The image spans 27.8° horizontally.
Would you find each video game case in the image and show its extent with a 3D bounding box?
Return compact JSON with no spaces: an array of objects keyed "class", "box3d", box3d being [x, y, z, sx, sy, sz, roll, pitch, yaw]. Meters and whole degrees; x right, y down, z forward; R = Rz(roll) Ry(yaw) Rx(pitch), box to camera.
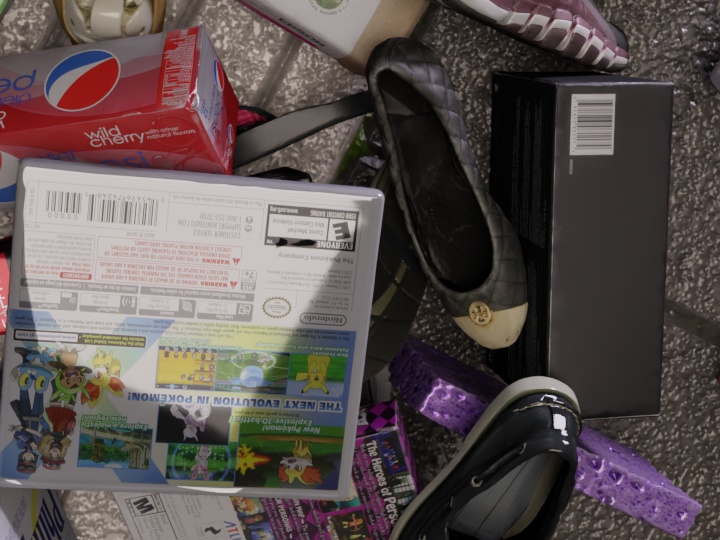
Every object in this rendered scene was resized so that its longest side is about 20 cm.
[{"class":"video game case","box3d":[-0.040,0.186,0.919,0.181,0.036,0.200,-13,119,7]},{"class":"video game case","box3d":[-0.095,0.036,0.809,0.200,0.022,0.182,4,102,-13]}]

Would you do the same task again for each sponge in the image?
[{"class":"sponge","box3d":[0.113,0.106,0.943,0.200,0.112,0.030,28,96,-15]}]

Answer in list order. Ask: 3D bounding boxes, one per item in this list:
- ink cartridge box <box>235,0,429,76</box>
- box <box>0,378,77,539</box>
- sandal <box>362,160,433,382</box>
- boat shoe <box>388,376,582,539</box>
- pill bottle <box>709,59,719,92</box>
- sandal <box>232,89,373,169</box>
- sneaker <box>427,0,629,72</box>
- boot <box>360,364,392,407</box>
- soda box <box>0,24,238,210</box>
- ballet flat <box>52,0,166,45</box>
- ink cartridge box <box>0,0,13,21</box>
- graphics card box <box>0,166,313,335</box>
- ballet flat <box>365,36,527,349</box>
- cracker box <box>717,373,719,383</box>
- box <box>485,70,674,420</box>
[{"class":"ink cartridge box","box3d":[-0.034,-0.235,0.871,0.200,0.075,0.165,29,93,-15]},{"class":"box","box3d":[-0.245,0.150,0.843,0.105,0.184,0.200,-22,104,-1]},{"class":"sandal","box3d":[0.001,0.000,0.902,0.080,0.057,0.201,53,50,-22]},{"class":"boat shoe","box3d":[0.072,0.157,0.850,0.074,0.066,0.199,24,115,-21]},{"class":"pill bottle","box3d":[0.314,-0.184,0.926,0.111,0.111,0.200,34,93,-15]},{"class":"sandal","box3d":[-0.085,-0.084,0.895,0.200,0.075,0.045,-24,99,-13]},{"class":"sneaker","box3d":[0.117,-0.192,0.867,0.200,0.076,0.116,11,104,-50]},{"class":"boot","box3d":[-0.079,0.107,0.930,0.200,0.066,0.165,-8,94,-12]},{"class":"soda box","box3d":[-0.175,-0.082,0.833,0.200,0.063,0.070,-6,143,12]},{"class":"ballet flat","box3d":[-0.141,-0.170,0.803,0.069,0.063,0.200,4,141,-5]},{"class":"ink cartridge box","box3d":[-0.260,-0.246,0.821,0.200,0.084,0.146,31,93,-15]},{"class":"graphics card box","box3d":[-0.126,-0.015,0.868,0.200,0.125,0.051,-14,97,-7]},{"class":"ballet flat","box3d":[0.045,-0.040,0.858,0.066,0.057,0.200,-15,106,28]},{"class":"cracker box","box3d":[0.344,0.007,0.995,0.134,0.058,0.200,15,97,-13]},{"class":"box","box3d":[0.132,-0.021,0.908,0.079,0.141,0.200,-2,101,-12]}]
